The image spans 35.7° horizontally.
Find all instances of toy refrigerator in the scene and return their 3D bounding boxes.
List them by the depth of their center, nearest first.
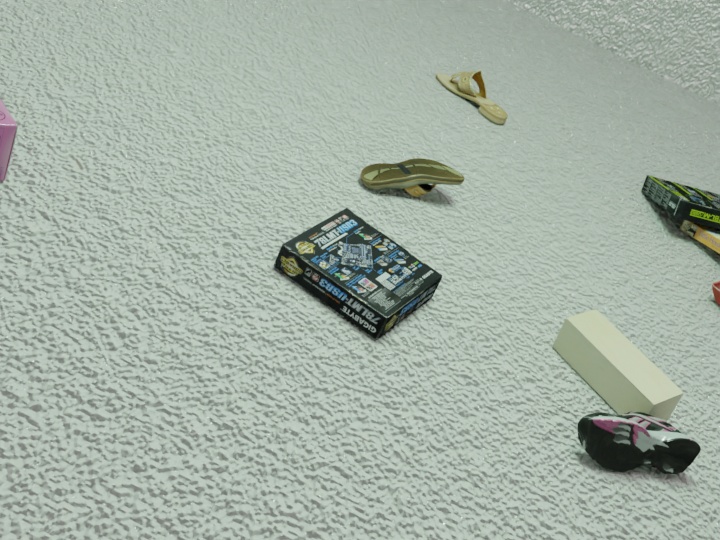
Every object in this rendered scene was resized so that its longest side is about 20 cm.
[{"bbox_3d":[0.397,0.156,1.744,0.075,0.070,0.200,-12,46,-37],"label":"toy refrigerator"}]

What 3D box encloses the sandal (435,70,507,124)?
[{"bbox_3d":[0.264,-0.416,2.531,0.077,0.070,0.212,-10,45,-45],"label":"sandal"}]

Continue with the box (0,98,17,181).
[{"bbox_3d":[-0.603,-0.211,1.537,0.198,0.097,0.176,-4,41,-40],"label":"box"}]

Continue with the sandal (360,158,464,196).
[{"bbox_3d":[0.091,-0.162,2.032,0.198,0.055,0.080,-7,35,-21],"label":"sandal"}]

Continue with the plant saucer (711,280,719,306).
[{"bbox_3d":[0.795,0.085,2.181,0.198,0.037,0.200,-11,47,-46],"label":"plant saucer"}]

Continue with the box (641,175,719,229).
[{"bbox_3d":[0.730,-0.140,2.418,0.191,0.048,0.200,11,18,-12],"label":"box"}]

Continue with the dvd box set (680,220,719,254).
[{"bbox_3d":[0.794,-0.051,2.361,0.145,0.030,0.200,3,26,-36],"label":"dvd box set"}]

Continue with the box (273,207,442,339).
[{"bbox_3d":[0.000,0.000,1.707,0.198,0.050,0.200,34,31,15],"label":"box"}]

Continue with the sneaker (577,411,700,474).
[{"bbox_3d":[0.387,0.240,1.615,0.198,0.081,0.086,19,17,-27],"label":"sneaker"}]
